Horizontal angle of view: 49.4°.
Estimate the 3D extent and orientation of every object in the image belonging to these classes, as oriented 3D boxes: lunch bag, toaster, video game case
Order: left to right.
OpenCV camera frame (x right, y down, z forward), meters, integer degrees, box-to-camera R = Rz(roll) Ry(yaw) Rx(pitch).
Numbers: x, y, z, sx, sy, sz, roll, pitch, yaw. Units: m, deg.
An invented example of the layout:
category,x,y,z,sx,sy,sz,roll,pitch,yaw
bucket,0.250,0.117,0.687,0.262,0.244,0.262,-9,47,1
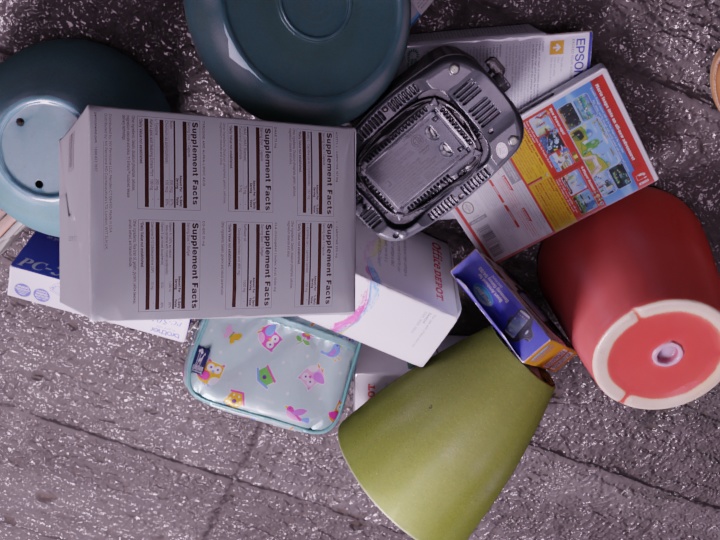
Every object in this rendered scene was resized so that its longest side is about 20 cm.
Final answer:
category,x,y,z,sx,sy,sz,roll,pitch,yaw
lunch bag,-0.104,0.093,0.918,0.198,0.077,0.162,20,84,-13
toaster,0.053,-0.117,0.720,0.200,0.129,0.114,-40,104,20
video game case,0.186,-0.101,0.806,0.199,0.018,0.143,-28,119,18

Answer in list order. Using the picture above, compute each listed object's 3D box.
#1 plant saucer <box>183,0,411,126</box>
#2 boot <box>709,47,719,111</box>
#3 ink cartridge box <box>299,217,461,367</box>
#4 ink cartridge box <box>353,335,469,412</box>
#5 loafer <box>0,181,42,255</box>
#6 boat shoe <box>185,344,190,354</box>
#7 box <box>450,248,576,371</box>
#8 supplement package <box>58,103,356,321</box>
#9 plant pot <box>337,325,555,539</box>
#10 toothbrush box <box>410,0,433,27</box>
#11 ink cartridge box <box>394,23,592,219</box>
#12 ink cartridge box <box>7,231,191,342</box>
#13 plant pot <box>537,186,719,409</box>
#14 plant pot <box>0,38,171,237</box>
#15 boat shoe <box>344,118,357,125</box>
category,x,y,z,sx,sy,sz,roll,pitch,yaw
plant saucer,-0.040,-0.214,0.624,0.198,0.027,0.202,-3,97,-26
boot,0.409,-0.119,0.749,0.076,0.156,0.201,-22,120,16
ink cartridge box,0.000,0.000,0.848,0.199,0.145,0.085,23,121,-12
ink cartridge box,0.088,0.161,0.987,0.198,0.085,0.147,1,123,1
loafer,-0.392,-0.070,0.866,0.199,0.072,0.063,-36,108,26
boat shoe,-0.121,0.122,0.988,0.199,0.072,0.065,24,85,-8
box,0.164,0.045,0.826,0.041,0.119,0.200,-41,158,10
supplement package,-0.131,-0.041,0.635,0.198,0.191,0.149,0,92,-27
plant pot,0.108,0.162,0.849,0.187,0.187,0.200,36,103,-20
toothbrush box,-0.054,-0.259,0.675,0.200,0.085,0.147,46,74,-23
ink cartridge box,0.129,-0.149,0.809,0.198,0.043,0.198,-4,123,1
ink cartridge box,-0.285,0.013,0.898,0.198,0.094,0.044,16,123,-8
plant pot,0.303,0.037,0.843,0.198,0.178,0.202,1,123,1
plant pot,-0.282,-0.120,0.747,0.198,0.135,0.202,-2,103,-8
boat shoe,-0.076,-0.216,0.759,0.200,0.072,0.068,42,151,-27
